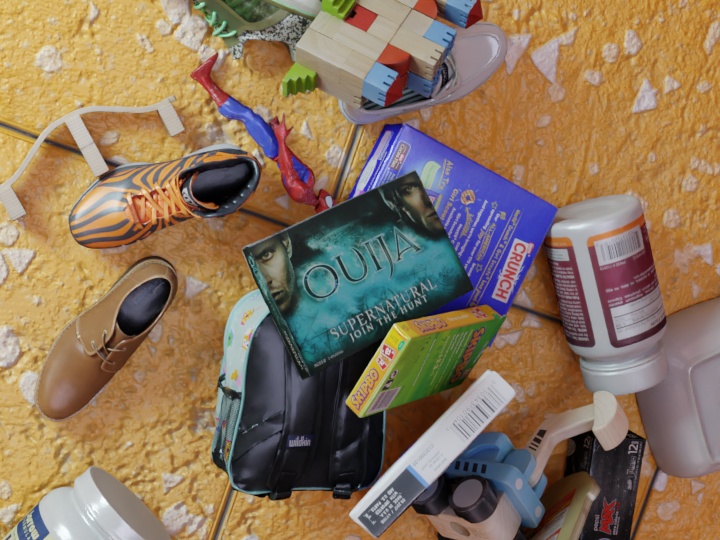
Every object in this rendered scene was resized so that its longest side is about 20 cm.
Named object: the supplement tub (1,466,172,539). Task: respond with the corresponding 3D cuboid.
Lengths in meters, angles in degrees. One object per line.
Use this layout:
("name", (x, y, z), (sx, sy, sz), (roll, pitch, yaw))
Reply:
("supplement tub", (-0.296, 0.309, 1.068), (0.200, 0.145, 0.145), (-45, 107, -5))

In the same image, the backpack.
("backpack", (-0.061, 0.112, 1.097), (0.174, 0.153, 0.202), (4, 103, -21))

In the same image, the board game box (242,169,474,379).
("board game box", (0.000, 0.000, 1.040), (0.199, 0.028, 0.136), (-26, 89, -26))

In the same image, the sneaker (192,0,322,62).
("sneaker", (-0.129, -0.255, 1.069), (0.198, 0.077, 0.089), (11, 104, -15))

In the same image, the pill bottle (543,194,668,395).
("pill bottle", (0.275, 0.027, 1.198), (0.113, 0.114, 0.202), (-18, 103, -12))

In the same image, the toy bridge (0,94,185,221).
("toy bridge", (-0.271, -0.125, 1.069), (0.199, 0.027, 0.068), (-30, 104, -10))

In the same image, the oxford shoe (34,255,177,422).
("oxford shoe", (-0.257, 0.071, 1.081), (0.071, 0.071, 0.201), (38, 89, -19))

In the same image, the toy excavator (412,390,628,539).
("toy excavator", (0.175, 0.212, 1.186), (0.100, 0.193, 0.201), (53, 55, -29))

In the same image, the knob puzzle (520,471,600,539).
("knob puzzle", (0.201, 0.298, 1.188), (0.030, 0.220, 0.220), (41, 86, 2))

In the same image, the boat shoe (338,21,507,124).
("boat shoe", (0.075, -0.201, 1.132), (0.199, 0.067, 0.074), (-29, 105, -10))

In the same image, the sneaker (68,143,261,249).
("sneaker", (-0.190, -0.074, 1.054), (0.199, 0.112, 0.078), (-25, 104, -10))

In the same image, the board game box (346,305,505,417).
("board game box", (0.071, 0.085, 1.065), (0.199, 0.030, 0.096), (-4, 131, -54))

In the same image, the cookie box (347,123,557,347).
("cookie box", (0.082, -0.036, 1.155), (0.199, 0.075, 0.172), (27, 91, -17))

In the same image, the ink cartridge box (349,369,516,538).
("ink cartridge box", (0.074, 0.190, 1.125), (0.043, 0.200, 0.198), (44, 86, 7))

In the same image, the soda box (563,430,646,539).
("soda box", (0.274, 0.283, 1.264), (0.070, 0.063, 0.202), (5, 96, -16))

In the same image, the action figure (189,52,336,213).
("action figure", (-0.092, -0.133, 1.098), (0.052, 0.065, 0.201), (-38, 105, -2))

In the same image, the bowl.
("bowl", (0.434, 0.140, 1.282), (0.198, 0.075, 0.202), (-19, 102, -13))

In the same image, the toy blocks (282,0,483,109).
("toy blocks", (0.031, -0.228, 1.067), (0.136, 0.100, 0.201), (28, 65, 10))
